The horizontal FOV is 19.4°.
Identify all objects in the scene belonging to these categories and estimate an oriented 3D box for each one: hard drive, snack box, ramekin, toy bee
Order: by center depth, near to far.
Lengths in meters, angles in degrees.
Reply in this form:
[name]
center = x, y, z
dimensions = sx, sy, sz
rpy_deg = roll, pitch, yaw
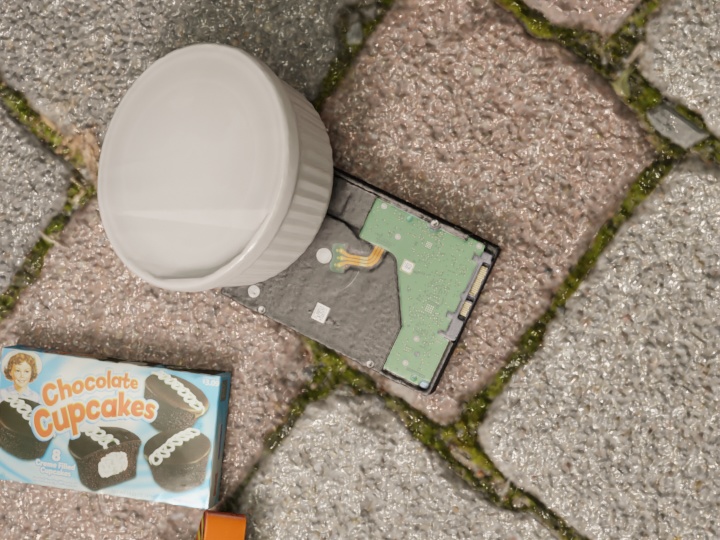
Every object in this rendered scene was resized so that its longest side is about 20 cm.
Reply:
[ramekin]
center = -0.112, -0.077, 1.719
dimensions = 0.202, 0.094, 0.203
rpy_deg = -7, 77, 33
[hard drive]
center = 0.000, 0.000, 1.756
dimensions = 0.200, 0.038, 0.140
rpy_deg = 25, 98, 11
[toy bee]
center = -0.139, 0.307, 1.777
dimensions = 0.131, 0.109, 0.200
rpy_deg = 29, 68, -4
[snack box]
center = -0.216, 0.133, 1.810
dimensions = 0.199, 0.037, 0.117
rpy_deg = 6, 94, 12
